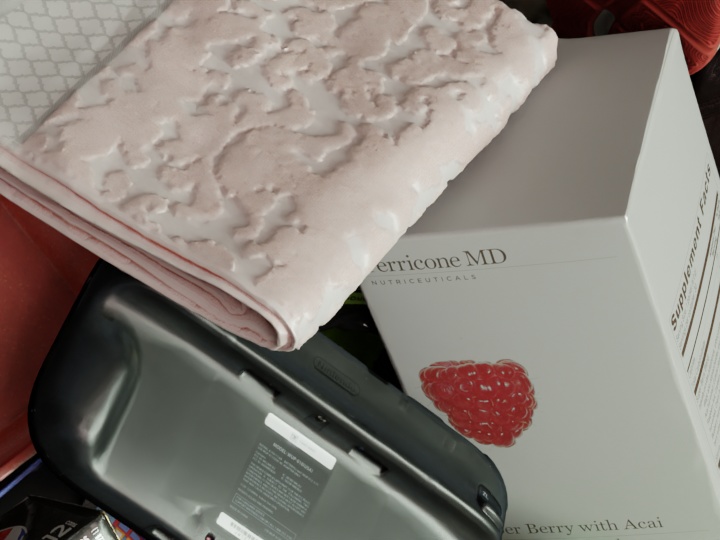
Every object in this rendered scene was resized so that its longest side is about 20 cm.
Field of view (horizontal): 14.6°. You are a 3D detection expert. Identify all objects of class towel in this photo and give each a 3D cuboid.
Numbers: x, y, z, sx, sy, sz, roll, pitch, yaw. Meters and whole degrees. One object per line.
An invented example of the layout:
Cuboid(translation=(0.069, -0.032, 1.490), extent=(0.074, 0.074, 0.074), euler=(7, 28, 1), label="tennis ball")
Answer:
Cuboid(translation=(-0.050, -0.075, 1.069), extent=(0.200, 0.191, 0.032), euler=(-48, 161, -38), label="towel")

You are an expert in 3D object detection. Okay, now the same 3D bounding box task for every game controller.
Cuboid(translation=(-0.031, 0.073, 1.056), extent=(0.200, 0.042, 0.104), euler=(37, 72, -22), label="game controller")

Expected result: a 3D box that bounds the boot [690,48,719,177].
Cuboid(translation=(0.186, -0.023, 1.229), extent=(0.069, 0.174, 0.201), euler=(7, 94, -30), label="boot")

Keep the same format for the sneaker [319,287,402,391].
Cuboid(translation=(0.000, 0.000, 1.181), extent=(0.071, 0.083, 0.200), euler=(6, 94, -23), label="sneaker")

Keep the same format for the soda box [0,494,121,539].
Cuboid(translation=(-0.083, 0.182, 1.016), extent=(0.071, 0.063, 0.200), euler=(-37, 110, -23), label="soda box")

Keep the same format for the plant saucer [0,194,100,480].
Cuboid(translation=(-0.205, 0.010, 1.055), extent=(0.199, 0.037, 0.200), euler=(-38, 83, -19), label="plant saucer")

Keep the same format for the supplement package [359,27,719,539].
Cuboid(translation=(0.087, 0.018, 1.155), extent=(0.120, 0.121, 0.200), euler=(-71, 148, -44), label="supplement package")

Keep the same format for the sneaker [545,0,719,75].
Cuboid(translation=(0.136, -0.134, 1.187), extent=(0.078, 0.200, 0.116), euler=(41, 71, 0), label="sneaker")

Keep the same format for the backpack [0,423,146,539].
Cuboid(translation=(-0.121, 0.156, 1.105), extent=(0.200, 0.134, 0.183), euler=(-42, 111, -19), label="backpack")
